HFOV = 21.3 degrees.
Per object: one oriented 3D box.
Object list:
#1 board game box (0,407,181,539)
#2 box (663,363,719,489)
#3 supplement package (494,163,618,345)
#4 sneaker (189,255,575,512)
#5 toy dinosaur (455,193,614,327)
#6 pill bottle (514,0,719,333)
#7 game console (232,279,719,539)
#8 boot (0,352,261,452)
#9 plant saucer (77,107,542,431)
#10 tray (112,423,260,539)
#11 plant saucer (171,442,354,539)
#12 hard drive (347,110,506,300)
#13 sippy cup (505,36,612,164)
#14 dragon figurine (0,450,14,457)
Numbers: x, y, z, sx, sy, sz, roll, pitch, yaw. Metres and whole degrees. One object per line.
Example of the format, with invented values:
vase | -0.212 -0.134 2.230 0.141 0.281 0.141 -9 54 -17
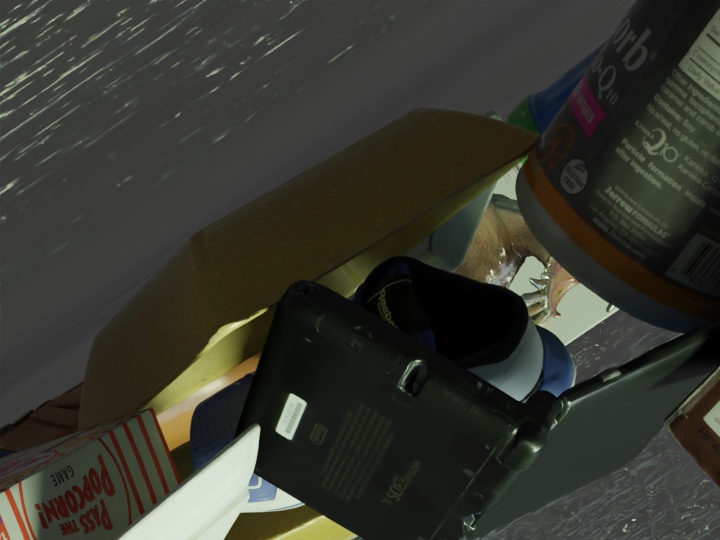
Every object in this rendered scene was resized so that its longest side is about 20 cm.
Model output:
board game box | -0.196 0.124 0.816 0.199 0.047 0.151 -20 -176 28
box | 0.221 0.028 0.818 0.200 0.075 0.100 -23 156 -53
supplement package | 0.180 -0.047 1.461 0.191 0.148 0.200 -35 177 15
sneaker | 0.002 0.046 0.949 0.198 0.081 0.115 -17 147 6
toy dinosaur | 0.071 0.001 1.218 0.086 0.136 0.200 -30 176 -43
pill bottle | 0.163 -0.081 0.811 0.201 0.116 0.116 -56 167 24
game console | 0.051 0.052 0.844 0.117 0.175 0.200 -58 176 -26
boot | -0.116 0.073 1.033 0.154 0.074 0.200 -24 168 -49
plant saucer | -0.038 -0.002 0.893 0.199 0.049 0.200 -31 175 -33
tray | -0.089 0.125 0.840 0.107 0.022 0.200 -38 173 -17
plant saucer | -0.057 0.116 1.139 0.199 0.049 0.200 -25 -149 0
hard drive | 0.000 0.000 1.103 0.200 0.026 0.132 -37 -162 40
sippy cup | 0.176 -0.088 1.118 0.139 0.178 0.130 22 120 -42
dragon figurine | -0.176 0.131 0.959 0.100 0.059 0.200 -51 -154 -16
